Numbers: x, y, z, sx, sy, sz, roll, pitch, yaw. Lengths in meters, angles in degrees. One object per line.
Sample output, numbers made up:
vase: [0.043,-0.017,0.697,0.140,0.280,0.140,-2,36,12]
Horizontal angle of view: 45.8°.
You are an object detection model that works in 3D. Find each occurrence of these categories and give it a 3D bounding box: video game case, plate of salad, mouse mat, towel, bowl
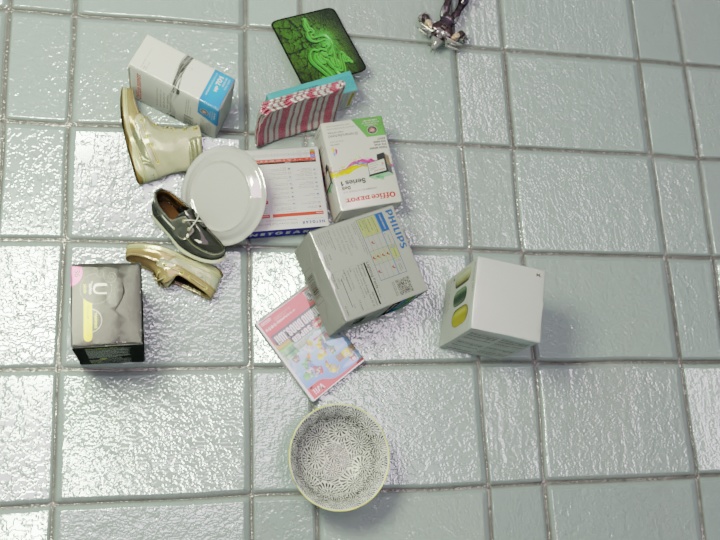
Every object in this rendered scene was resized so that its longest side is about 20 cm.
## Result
video game case: [-0.104,0.148,1.750,0.142,0.017,0.201,-36,87,-20]
plate of salad: [-0.274,-0.151,1.729,0.197,0.048,0.203,1,93,21]
mouse mat: [-0.094,-0.504,1.908,0.159,0.008,0.202,-19,67,-18]
towel: [-0.128,-0.328,1.803,0.198,0.147,0.030,-20,73,-19]
bowl: [-0.050,0.366,1.665,0.198,0.094,0.204,4,74,-14]

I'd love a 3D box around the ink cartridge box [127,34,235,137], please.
ink cartridge box: [-0.368,-0.376,1.755,0.198,0.146,0.087,28,72,-5]

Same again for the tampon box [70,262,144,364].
tampon box: [-0.467,0.085,1.579,0.124,0.200,0.152,-2,75,-14]

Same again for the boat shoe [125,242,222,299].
boat shoe: [-0.375,0.002,1.692,0.198,0.074,0.067,17,66,-9]

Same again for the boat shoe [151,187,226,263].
boat shoe: [-0.344,-0.087,1.694,0.199,0.068,0.072,40,47,19]

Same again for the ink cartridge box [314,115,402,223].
ink cartridge box: [-0.006,-0.217,1.837,0.143,0.084,0.203,-10,79,-16]

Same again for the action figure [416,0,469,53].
action figure: [0.207,-0.592,2.003,0.129,0.069,0.202,29,74,-12]

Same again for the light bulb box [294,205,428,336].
light bulb box: [0.000,0.000,1.751,0.198,0.125,0.200,-19,80,-25]

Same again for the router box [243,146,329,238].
router box: [-0.177,-0.165,1.799,0.197,0.049,0.182,-5,77,-15]

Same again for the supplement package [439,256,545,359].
supplement package: [0.269,0.082,1.764,0.149,0.200,0.154,12,72,-11]

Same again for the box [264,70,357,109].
box: [-0.110,-0.370,1.854,0.198,0.082,0.050,-20,79,-18]

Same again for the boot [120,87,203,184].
boot: [-0.410,-0.289,1.762,0.153,0.072,0.203,-13,86,-16]
